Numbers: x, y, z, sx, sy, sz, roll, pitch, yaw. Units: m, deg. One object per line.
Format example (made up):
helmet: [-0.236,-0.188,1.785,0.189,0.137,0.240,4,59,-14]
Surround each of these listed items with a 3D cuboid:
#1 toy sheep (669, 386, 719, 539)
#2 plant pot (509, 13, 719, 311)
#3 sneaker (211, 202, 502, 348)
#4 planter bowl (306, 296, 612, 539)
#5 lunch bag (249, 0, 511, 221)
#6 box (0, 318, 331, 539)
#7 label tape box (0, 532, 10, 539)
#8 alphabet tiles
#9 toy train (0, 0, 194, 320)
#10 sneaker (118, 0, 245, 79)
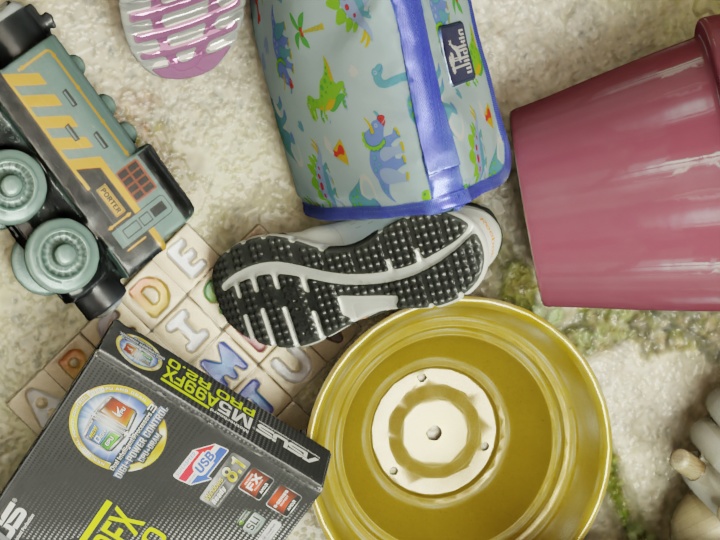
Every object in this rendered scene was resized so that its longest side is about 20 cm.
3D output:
toy sheep: [0.282,0.119,1.174,0.138,0.138,0.200,44,99,-11]
plant pot: [0.192,-0.054,1.121,0.178,0.200,0.201,-10,97,7]
sneaker: [0.000,0.000,1.113,0.199,0.080,0.074,-8,100,26]
planter bowl: [0.056,0.113,1.156,0.199,0.083,0.201,-1,95,-11]
lunch bag: [0.013,-0.121,1.067,0.127,0.200,0.171,-16,97,-8]
box: [-0.137,0.151,1.098,0.160,0.044,0.200,33,115,-9]
label tape box: [-0.235,0.249,1.098,0.200,0.066,0.143,41,113,-13]
alphabet tiles: [-0.102,0.074,1.162,0.200,0.008,0.167,-45,101,-3]
toy train: [-0.195,-0.069,1.099,0.114,0.085,0.200,-39,99,-17]
sneaker: [-0.126,-0.219,1.098,0.080,0.089,0.201,-16,120,-10]
